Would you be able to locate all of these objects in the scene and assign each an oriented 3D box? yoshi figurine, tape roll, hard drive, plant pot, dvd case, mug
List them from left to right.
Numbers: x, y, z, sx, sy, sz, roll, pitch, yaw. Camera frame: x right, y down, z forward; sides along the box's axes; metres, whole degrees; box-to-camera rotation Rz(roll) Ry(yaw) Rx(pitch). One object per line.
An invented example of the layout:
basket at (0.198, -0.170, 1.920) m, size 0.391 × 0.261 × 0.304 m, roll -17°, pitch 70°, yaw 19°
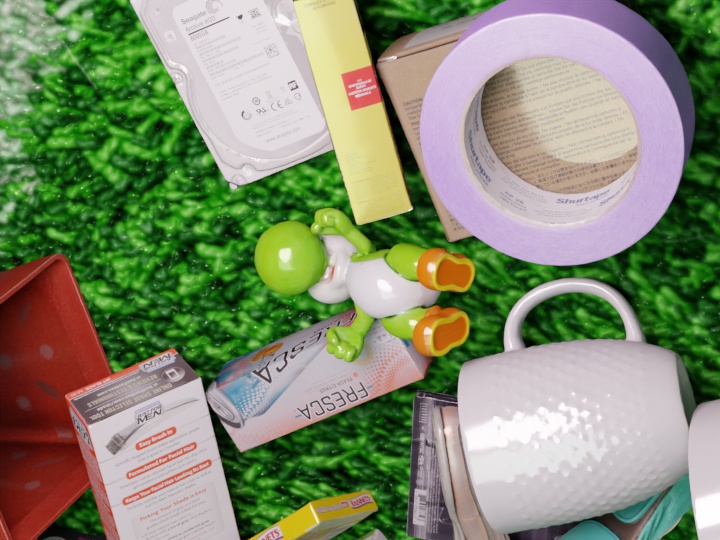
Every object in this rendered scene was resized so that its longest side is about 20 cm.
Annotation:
plant pot at (-0.354, 0.122, 1.788) m, size 0.176 × 0.200 × 0.200 m, roll -7°, pitch 113°, yaw 32°
hard drive at (-0.092, -0.179, 1.640) m, size 0.140 × 0.038 × 0.200 m, roll -19°, pitch 107°, yaw 24°
yoshi figurine at (-0.010, 0.006, 1.629) m, size 0.200 × 0.112 × 0.112 m, roll 17°, pitch 153°, yaw 40°
dvd case at (0.141, 0.188, 1.755) m, size 0.200 × 0.016 × 0.149 m, roll 9°, pitch 117°, yaw 14°
tape roll at (0.149, -0.107, 1.497) m, size 0.200 × 0.066 × 0.200 m, roll 7°, pitch 117°, yaw 15°
mug at (0.181, 0.104, 1.634) m, size 0.175 × 0.148 × 0.200 m, roll -13°, pitch 75°, yaw 15°
tape roll at (0.327, 0.198, 1.594) m, size 0.071 × 0.202 × 0.203 m, roll -13°, pitch 110°, yaw 22°

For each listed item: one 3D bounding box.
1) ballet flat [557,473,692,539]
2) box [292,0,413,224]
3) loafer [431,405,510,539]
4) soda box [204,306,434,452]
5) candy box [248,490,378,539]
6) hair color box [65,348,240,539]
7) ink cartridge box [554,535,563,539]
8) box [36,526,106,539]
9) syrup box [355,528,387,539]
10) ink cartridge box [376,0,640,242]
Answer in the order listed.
ballet flat at (0.225, 0.228, 1.680) m, size 0.200 × 0.067 × 0.070 m, roll -47°, pitch 127°, yaw -3°
box at (-0.009, -0.143, 1.575) m, size 0.050 × 0.075 × 0.200 m, roll -15°, pitch 108°, yaw 2°
loafer at (0.105, 0.200, 1.732) m, size 0.063 × 0.072 × 0.200 m, roll -10°, pitch 119°, yaw 4°
soda box at (-0.034, 0.087, 1.735) m, size 0.200 × 0.064 × 0.068 m, roll -24°, pitch 106°, yaw 25°
candy box at (-0.086, 0.259, 1.815) m, size 0.200 × 0.102 × 0.026 m, roll -34°, pitch 72°, yaw 28°
hair color box at (-0.184, 0.183, 1.781) m, size 0.111 × 0.064 × 0.200 m, roll -23°, pitch 126°, yaw -20°
ink cartridge box at (0.196, 0.357, 1.769) m, size 0.145 × 0.084 × 0.200 m, roll 25°, pitch 125°, yaw 5°
box at (-0.309, 0.328, 1.910) m, size 0.200 × 0.115 × 0.132 m, roll 9°, pitch 118°, yaw 15°
syrup box at (-0.044, 0.330, 1.846) m, size 0.200 × 0.079 × 0.081 m, roll -32°, pitch 103°, yaw 28°
ink cartridge box at (0.137, -0.129, 1.569) m, size 0.200 × 0.075 × 0.165 m, roll -14°, pitch 108°, yaw 24°
